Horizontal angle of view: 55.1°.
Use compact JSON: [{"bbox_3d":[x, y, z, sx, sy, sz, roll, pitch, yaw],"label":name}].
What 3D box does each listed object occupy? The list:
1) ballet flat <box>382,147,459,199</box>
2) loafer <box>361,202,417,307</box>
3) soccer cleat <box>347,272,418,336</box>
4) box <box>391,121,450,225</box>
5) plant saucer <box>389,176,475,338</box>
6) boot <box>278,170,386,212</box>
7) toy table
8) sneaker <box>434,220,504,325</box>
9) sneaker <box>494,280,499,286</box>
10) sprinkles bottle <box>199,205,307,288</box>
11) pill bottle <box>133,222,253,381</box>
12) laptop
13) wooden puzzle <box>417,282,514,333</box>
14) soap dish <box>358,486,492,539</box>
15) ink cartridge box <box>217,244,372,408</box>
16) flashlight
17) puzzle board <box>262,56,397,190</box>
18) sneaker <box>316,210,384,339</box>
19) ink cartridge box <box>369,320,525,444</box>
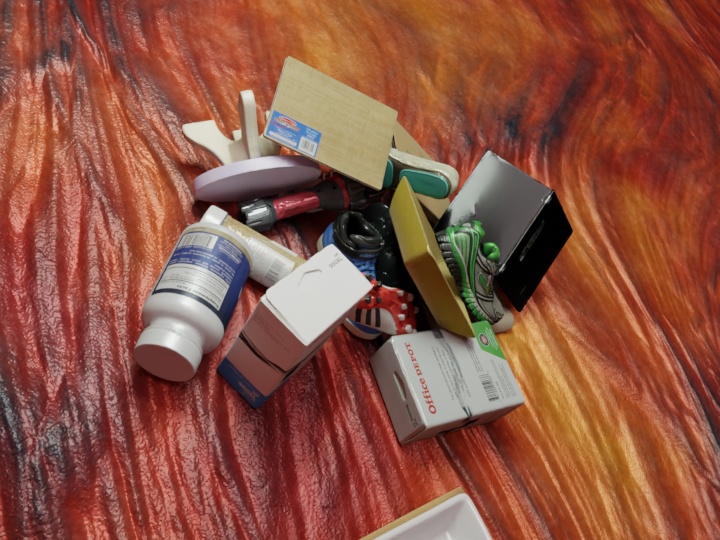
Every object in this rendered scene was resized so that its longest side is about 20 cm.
[{"bbox_3d":[0.066,-0.165,1.127,0.199,0.068,0.062,22,40,14],"label":"ballet flat"},{"bbox_3d":[0.052,-0.011,1.149,0.072,0.072,0.202,-12,81,4],"label":"loafer"},{"bbox_3d":[0.019,0.053,1.023,0.200,0.085,0.069,32,59,-53],"label":"soccer cleat"},{"bbox_3d":[0.108,-0.171,1.257,0.200,0.021,0.165,33,40,-48],"label":"box"},{"bbox_3d":[0.103,-0.014,1.066,0.200,0.048,0.201,57,13,-37],"label":"plant saucer"},{"bbox_3d":[-0.038,-0.153,1.180,0.199,0.090,0.073,-6,62,-33],"label":"boot"},{"bbox_3d":[-0.173,-0.187,1.083,0.199,0.184,0.118,-10,78,-29],"label":"toy table"},{"bbox_3d":[0.195,0.009,1.112,0.078,0.085,0.201,-98,162,-55],"label":"sneaker"},{"bbox_3d":[0.280,-0.074,1.319,0.080,0.146,0.202,-1,98,7],"label":"sneaker"},{"bbox_3d":[-0.153,-0.019,1.037,0.199,0.068,0.069,30,48,-9],"label":"sprinkles bottle"},{"bbox_3d":[-0.224,0.042,0.924,0.110,0.111,0.201,26,50,-12],"label":"pill bottle"},{"bbox_3d":[0.256,-0.067,1.220,0.188,0.116,0.200,-54,135,-10],"label":"laptop"},{"bbox_3d":[0.168,0.022,1.214,0.184,0.037,0.201,-5,62,-33],"label":"wooden puzzle"},{"bbox_3d":[0.087,0.391,0.882,0.199,0.081,0.158,-13,66,-36],"label":"soap dish"},{"bbox_3d":[-0.090,0.077,0.917,0.084,0.200,0.144,44,48,6],"label":"ink cartridge box"},{"bbox_3d":[-0.091,-0.105,1.095,0.199,0.068,0.068,-18,67,-19],"label":"flashlight"},{"bbox_3d":[-0.043,-0.224,1.063,0.199,0.017,0.152,22,65,-20],"label":"puzzle board"},{"bbox_3d":[-0.001,0.000,1.081,0.076,0.111,0.201,-4,61,-32],"label":"sneaker"},{"bbox_3d":[0.131,0.169,1.059,0.199,0.083,0.147,-4,61,-32],"label":"ink cartridge box"}]
